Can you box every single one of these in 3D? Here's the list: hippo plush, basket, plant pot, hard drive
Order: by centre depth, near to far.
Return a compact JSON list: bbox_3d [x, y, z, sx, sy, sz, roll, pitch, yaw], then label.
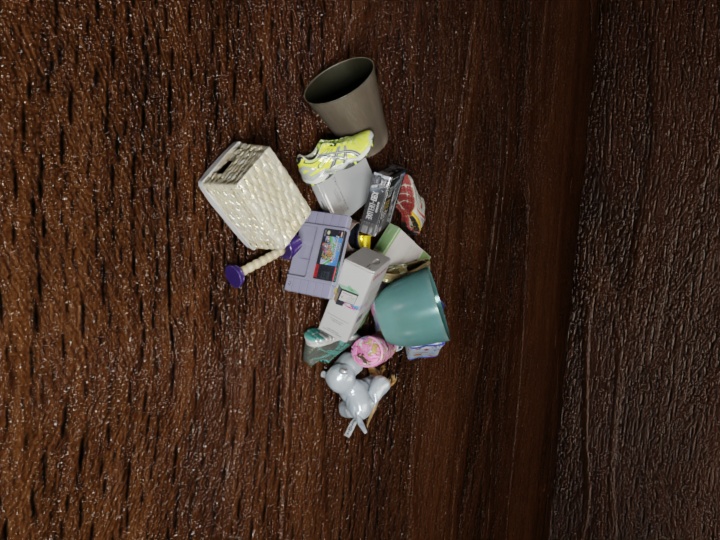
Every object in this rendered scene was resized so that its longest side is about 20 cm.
[{"bbox_3d":[-0.210,-0.151,1.138,0.136,0.123,0.200,-58,136,-27],"label":"basket"},{"bbox_3d":[-0.014,-0.385,1.338,0.200,0.179,0.137,55,12,-49],"label":"basket"},{"bbox_3d":[-0.036,-0.216,1.413,0.200,0.027,0.133,-44,119,-39],"label":"hard drive"},{"bbox_3d":[0.129,0.108,1.435,0.201,0.160,0.202,-17,90,-80],"label":"plant pot"},{"bbox_3d":[-0.038,0.312,1.455,0.161,0.159,0.200,50,46,-12],"label":"hippo plush"}]

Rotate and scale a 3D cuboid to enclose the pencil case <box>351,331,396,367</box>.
[{"bbox_3d":[0.039,0.208,1.462,0.087,0.083,0.200,56,11,11],"label":"pencil case"}]

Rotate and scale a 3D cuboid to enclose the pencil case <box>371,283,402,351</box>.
[{"bbox_3d":[0.075,0.137,1.578,0.083,0.091,0.201,-16,111,-11],"label":"pencil case"}]

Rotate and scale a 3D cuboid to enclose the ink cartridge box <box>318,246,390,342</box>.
[{"bbox_3d":[-0.013,0.056,1.368,0.201,0.084,0.145,-68,168,22],"label":"ink cartridge box"}]

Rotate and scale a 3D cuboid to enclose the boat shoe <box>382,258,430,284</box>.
[{"bbox_3d":[0.124,0.002,1.549,0.199,0.073,0.063,-8,110,-47],"label":"boat shoe"}]

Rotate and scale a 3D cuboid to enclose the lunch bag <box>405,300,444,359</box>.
[{"bbox_3d":[0.185,0.148,1.635,0.170,0.123,0.201,91,-7,-69],"label":"lunch bag"}]

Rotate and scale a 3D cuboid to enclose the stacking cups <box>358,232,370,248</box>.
[{"bbox_3d":[0.000,0.000,1.490,0.060,0.060,0.202,-14,109,-50],"label":"stacking cups"}]

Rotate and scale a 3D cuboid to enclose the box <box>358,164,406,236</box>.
[{"bbox_3d":[0.060,-0.190,1.445,0.200,0.049,0.159,-46,153,-68],"label":"box"}]

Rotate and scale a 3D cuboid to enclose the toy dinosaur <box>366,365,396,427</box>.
[{"bbox_3d":[0.049,0.347,1.621,0.106,0.060,0.202,-5,95,-27],"label":"toy dinosaur"}]

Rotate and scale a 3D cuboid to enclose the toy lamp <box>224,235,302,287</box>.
[{"bbox_3d":[-0.208,-0.029,1.217,0.200,0.058,0.059,-34,121,-45],"label":"toy lamp"}]

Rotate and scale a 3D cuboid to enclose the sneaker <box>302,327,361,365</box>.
[{"bbox_3d":[-0.079,0.195,1.420,0.199,0.077,0.092,1,111,-49],"label":"sneaker"}]

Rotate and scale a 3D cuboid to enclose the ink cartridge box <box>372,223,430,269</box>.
[{"bbox_3d":[0.111,-0.028,1.600,0.146,0.048,0.200,-57,140,-2],"label":"ink cartridge box"}]

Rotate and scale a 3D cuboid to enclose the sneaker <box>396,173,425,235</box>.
[{"bbox_3d":[0.147,-0.205,1.637,0.082,0.077,0.201,-56,144,-35],"label":"sneaker"}]

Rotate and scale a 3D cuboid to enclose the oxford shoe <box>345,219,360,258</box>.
[{"bbox_3d":[-0.044,-0.035,1.410,0.071,0.073,0.202,5,92,-52],"label":"oxford shoe"}]

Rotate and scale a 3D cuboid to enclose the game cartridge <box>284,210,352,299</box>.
[{"bbox_3d":[-0.099,-0.040,1.294,0.038,0.129,0.202,27,74,-60],"label":"game cartridge"}]

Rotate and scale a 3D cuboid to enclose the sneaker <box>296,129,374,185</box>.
[{"bbox_3d":[-0.058,-0.277,1.287,0.199,0.075,0.077,-32,124,-1],"label":"sneaker"}]
